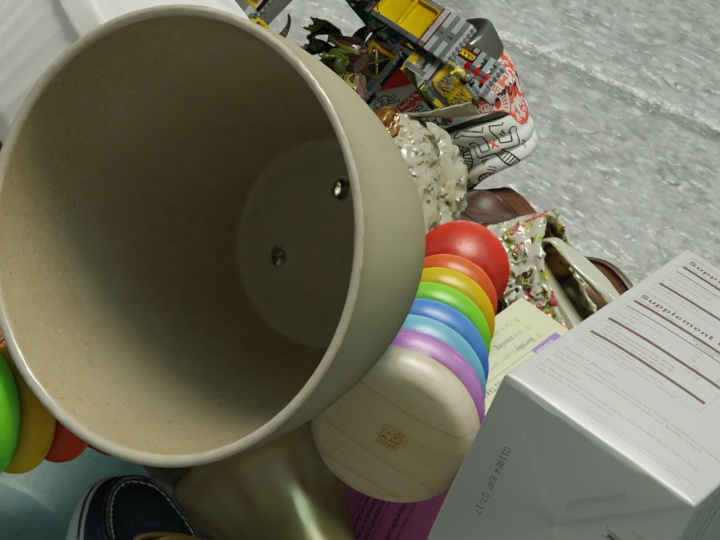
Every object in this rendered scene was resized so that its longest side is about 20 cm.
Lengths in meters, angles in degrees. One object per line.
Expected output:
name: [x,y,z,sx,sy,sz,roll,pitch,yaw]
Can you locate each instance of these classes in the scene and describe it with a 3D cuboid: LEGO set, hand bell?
LEGO set: [0.000,-0.128,1.334,0.116,0.154,0.200,36,-13,35]
hand bell: [-0.011,0.181,1.080,0.104,0.104,0.200,-3,54,-38]

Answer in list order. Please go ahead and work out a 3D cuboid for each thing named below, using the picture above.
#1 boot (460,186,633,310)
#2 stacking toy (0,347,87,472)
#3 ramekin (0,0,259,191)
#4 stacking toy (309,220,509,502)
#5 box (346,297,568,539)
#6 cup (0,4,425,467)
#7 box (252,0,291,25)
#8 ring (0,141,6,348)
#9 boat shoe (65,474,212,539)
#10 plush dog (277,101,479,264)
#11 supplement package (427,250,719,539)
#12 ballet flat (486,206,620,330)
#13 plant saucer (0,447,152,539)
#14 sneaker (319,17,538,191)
boot: [0.065,0.018,1.376,0.200,0.064,0.186,-9,40,-42]
stacking toy: [-0.177,0.064,1.023,0.200,0.085,0.085,-3,41,-36]
ramekin: [-0.120,-0.096,1.154,0.202,0.094,0.202,45,20,-22]
stacking toy: [0.040,0.035,1.136,0.085,0.085,0.200,26,32,2]
box: [0.110,0.131,1.202,0.200,0.097,0.176,34,33,17]
cup: [-0.048,-0.014,1.001,0.200,0.200,0.143,41,20,25]
box: [-0.145,-0.164,1.339,0.097,0.200,0.124,42,-5,28]
ring: [-0.249,-0.016,1.101,0.200,0.019,0.201,0,57,1]
boat shoe: [-0.080,0.142,0.984,0.071,0.091,0.200,9,34,-25]
plush dog: [0.000,0.000,1.257,0.200,0.172,0.160,-8,-1,-24]
supplement package: [0.144,0.088,1.088,0.110,0.114,0.200,35,34,19]
ballet flat: [0.140,0.049,1.314,0.200,0.064,0.076,56,27,7]
plant saucer: [-0.185,0.131,1.055,0.201,0.039,0.201,18,32,-12]
sneaker: [0.025,-0.097,1.486,0.108,0.201,0.067,62,38,-22]
